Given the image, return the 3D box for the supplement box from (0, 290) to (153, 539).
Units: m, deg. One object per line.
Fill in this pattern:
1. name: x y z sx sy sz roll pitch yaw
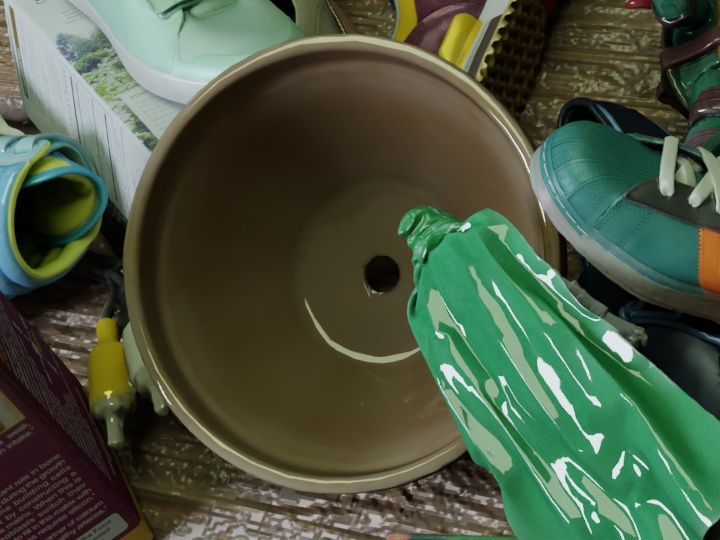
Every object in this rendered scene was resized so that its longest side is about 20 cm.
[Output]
1. supplement box: -0.201 0.074 0.940 0.130 0.200 0.103 -31 50 -1

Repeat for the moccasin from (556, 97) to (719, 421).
1. moccasin: 0.120 0.010 0.917 0.080 0.068 0.201 -40 45 26

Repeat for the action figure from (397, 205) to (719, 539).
1. action figure: 0.076 0.045 0.839 0.118 0.055 0.200 -52 59 27

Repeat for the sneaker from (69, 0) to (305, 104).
1. sneaker: -0.095 -0.161 1.006 0.073 0.119 0.200 -27 46 -30

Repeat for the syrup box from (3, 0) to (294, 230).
1. syrup box: -0.104 -0.080 1.065 0.078 0.082 0.200 -23 42 -22

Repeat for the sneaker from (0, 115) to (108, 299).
1. sneaker: -0.182 -0.059 1.075 0.130 0.080 0.201 -19 52 26

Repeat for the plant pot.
1. plant pot: 0.000 0.000 0.951 0.199 0.093 0.202 -1 85 14

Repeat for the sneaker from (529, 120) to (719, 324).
1. sneaker: 0.168 -0.016 0.850 0.199 0.080 0.072 28 40 -9

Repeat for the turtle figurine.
1. turtle figurine: 0.183 -0.100 0.963 0.149 0.101 0.201 15 48 -15

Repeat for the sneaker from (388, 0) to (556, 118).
1. sneaker: 0.060 -0.160 1.071 0.090 0.075 0.201 14 62 25

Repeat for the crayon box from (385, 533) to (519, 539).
1. crayon box: 0.097 0.173 0.835 0.199 0.051 0.128 -2 56 22

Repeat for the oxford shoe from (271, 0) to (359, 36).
1. oxford shoe: -0.062 -0.162 1.105 0.071 0.074 0.200 -44 59 11

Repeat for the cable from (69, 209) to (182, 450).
1. cable: -0.113 0.004 1.048 0.097 0.050 0.200 -30 50 -3
